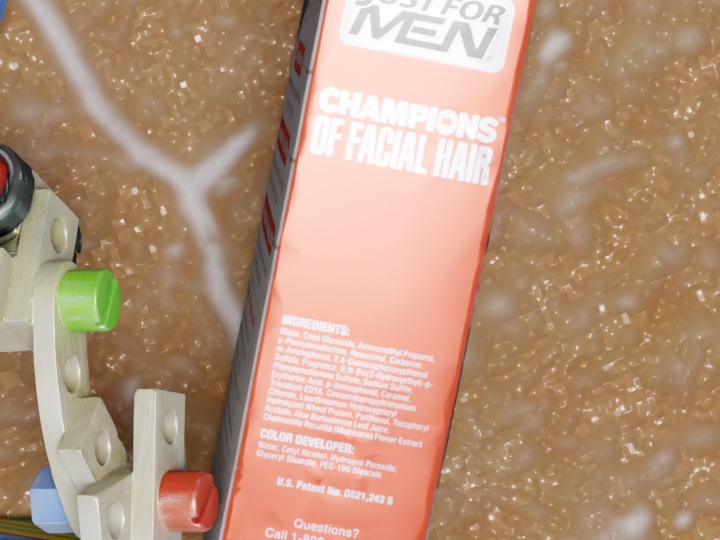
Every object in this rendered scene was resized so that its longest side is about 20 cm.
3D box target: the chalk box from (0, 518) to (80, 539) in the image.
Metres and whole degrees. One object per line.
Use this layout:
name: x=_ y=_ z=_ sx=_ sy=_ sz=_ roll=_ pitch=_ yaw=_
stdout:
chalk box: x=-0.169 y=0.148 z=0.747 sx=0.200 sy=0.124 sz=0.125 roll=2 pitch=100 yaw=-2

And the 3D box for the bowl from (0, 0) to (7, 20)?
bowl: x=-0.202 y=-0.105 z=0.724 sx=0.200 sy=0.039 sz=0.201 roll=-1 pitch=113 yaw=-3

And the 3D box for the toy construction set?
toy construction set: x=-0.138 y=0.036 z=0.703 sx=0.200 sy=0.092 sz=0.131 roll=4 pitch=66 yaw=6

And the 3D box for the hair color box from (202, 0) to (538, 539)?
hair color box: x=0.000 y=0.000 z=0.737 sx=0.064 sy=0.111 sz=0.200 roll=10 pitch=99 yaw=-5
